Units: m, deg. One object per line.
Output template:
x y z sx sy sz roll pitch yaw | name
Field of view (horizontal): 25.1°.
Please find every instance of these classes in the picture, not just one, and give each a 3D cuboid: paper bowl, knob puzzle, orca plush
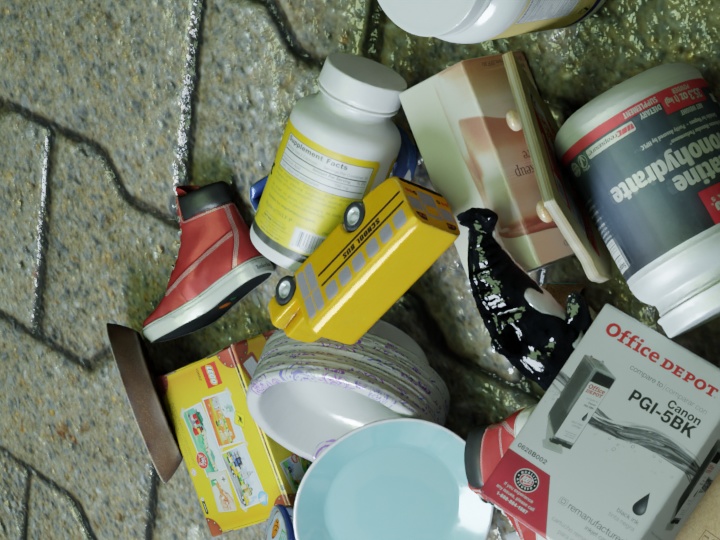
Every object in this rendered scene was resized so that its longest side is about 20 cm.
-0.007 0.119 1.645 0.200 0.104 0.201 14 146 9 | paper bowl
0.173 -0.068 1.420 0.030 0.220 0.220 -23 85 15 | knob puzzle
0.141 0.041 1.427 0.105 0.071 0.200 -4 119 32 | orca plush

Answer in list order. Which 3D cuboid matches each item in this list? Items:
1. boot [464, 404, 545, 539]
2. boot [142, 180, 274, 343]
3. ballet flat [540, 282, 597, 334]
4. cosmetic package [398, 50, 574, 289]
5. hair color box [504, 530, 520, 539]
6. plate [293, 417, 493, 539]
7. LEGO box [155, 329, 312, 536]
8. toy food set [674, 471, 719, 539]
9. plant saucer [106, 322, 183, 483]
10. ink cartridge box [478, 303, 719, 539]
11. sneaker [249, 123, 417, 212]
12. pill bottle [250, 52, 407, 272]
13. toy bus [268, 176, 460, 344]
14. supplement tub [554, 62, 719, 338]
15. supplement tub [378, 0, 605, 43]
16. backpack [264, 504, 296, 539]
0.159 0.233 1.508 0.144 0.072 0.200 -31 69 59 | boot
-0.198 -0.014 1.846 0.200 0.072 0.144 -36 77 34 | boot
0.219 0.102 1.510 0.072 0.068 0.200 -21 83 24 | ballet flat
0.128 -0.093 1.501 0.087 0.103 0.200 -23 87 42 | cosmetic package
0.241 0.263 1.526 0.200 0.061 0.099 -28 82 43 | hair color box
0.032 0.234 1.588 0.026 0.200 0.200 -121 31 -70 | plate
-0.132 0.186 1.833 0.149 0.077 0.200 -23 86 44 | LEGO box
0.300 0.241 1.412 0.200 0.049 0.198 20 89 7 | toy food set
-0.248 0.151 1.896 0.200 0.034 0.200 161 90 -85 | plant saucer
0.220 0.150 1.372 0.147 0.083 0.200 31 85 30 | ink cartridge box
-0.030 -0.092 1.656 0.200 0.088 0.075 -23 84 42 | sneaker
-0.026 -0.102 1.557 0.111 0.111 0.200 36 117 30 | pill bottle
0.000 0.000 1.498 0.200 0.065 0.078 -46 46 28 | toy bus
0.265 -0.059 1.357 0.140 0.140 0.200 -37 76 42 | supplement tub
0.117 -0.272 1.392 0.145 0.200 0.146 14 111 40 | supplement tub
-0.026 0.307 1.698 0.200 0.154 0.191 -135 59 -62 | backpack
